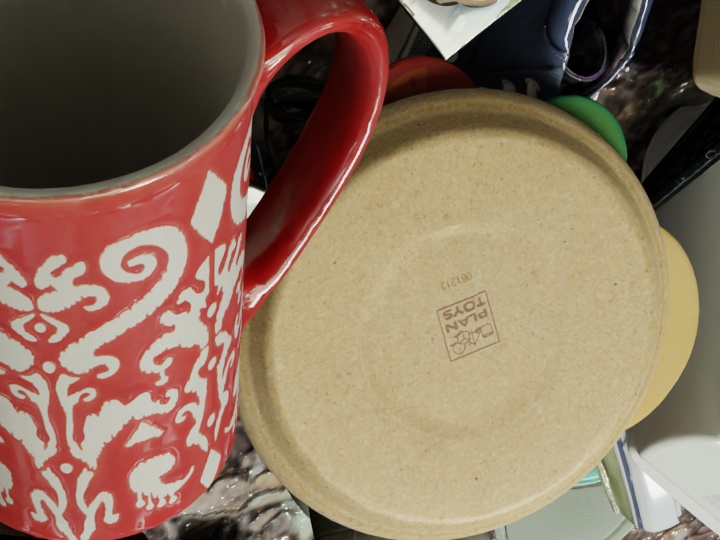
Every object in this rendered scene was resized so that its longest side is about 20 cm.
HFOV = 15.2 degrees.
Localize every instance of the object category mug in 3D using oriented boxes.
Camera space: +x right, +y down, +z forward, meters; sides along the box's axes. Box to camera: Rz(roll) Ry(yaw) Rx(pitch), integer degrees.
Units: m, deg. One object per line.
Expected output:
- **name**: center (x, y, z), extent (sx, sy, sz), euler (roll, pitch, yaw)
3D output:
- **mug**: center (-0.077, -0.008, 0.916), extent (0.177, 0.134, 0.200), euler (-2, 139, -3)

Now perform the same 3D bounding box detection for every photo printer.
- **photo printer**: center (0.193, 0.026, 1.307), extent (0.069, 0.200, 0.166), euler (-12, 148, 32)

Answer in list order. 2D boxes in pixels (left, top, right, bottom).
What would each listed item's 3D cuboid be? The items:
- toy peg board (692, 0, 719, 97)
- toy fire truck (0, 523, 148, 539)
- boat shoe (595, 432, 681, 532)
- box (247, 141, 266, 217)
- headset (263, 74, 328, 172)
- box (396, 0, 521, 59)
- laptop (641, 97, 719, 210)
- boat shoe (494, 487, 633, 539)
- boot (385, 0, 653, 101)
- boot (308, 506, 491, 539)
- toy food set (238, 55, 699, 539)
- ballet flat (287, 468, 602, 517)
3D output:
- **toy peg board**: center (0.237, -0.152, 1.103), extent (0.199, 0.098, 0.200), euler (14, 82, -53)
- **toy fire truck**: center (-0.095, 0.160, 1.212), extent (0.168, 0.112, 0.200), euler (2, 160, 11)
- **boat shoe**: center (0.100, 0.040, 1.298), extent (0.062, 0.072, 0.200), euler (-20, 106, 8)
- **box**: center (-0.155, -0.020, 1.024), extent (0.200, 0.038, 0.137), euler (20, 118, -23)
- **headset**: center (0.000, 0.000, 1.169), extent (0.094, 0.124, 0.200), euler (-8, 126, 12)
- **box**: center (0.067, -0.195, 1.011), extent (0.200, 0.038, 0.137), euler (-38, 109, 5)
- **laptop**: center (0.162, -0.130, 1.175), extent (0.177, 0.103, 0.200), euler (-46, -177, -40)
- **boat shoe**: center (0.132, 0.078, 1.415), extent (0.076, 0.060, 0.200), euler (30, 126, -4)
- **boot**: center (0.061, -0.086, 1.147), extent (0.073, 0.090, 0.200), euler (-10, 138, -30)
- **boot**: center (0.019, 0.172, 1.246), extent (0.068, 0.131, 0.200), euler (-8, 168, 14)
- **toy food set**: center (0.037, 0.014, 1.106), extent (0.200, 0.049, 0.198), euler (-36, 114, -5)
- **ballet flat**: center (0.056, 0.083, 1.356), extent (0.200, 0.064, 0.067), euler (-10, 100, -14)
